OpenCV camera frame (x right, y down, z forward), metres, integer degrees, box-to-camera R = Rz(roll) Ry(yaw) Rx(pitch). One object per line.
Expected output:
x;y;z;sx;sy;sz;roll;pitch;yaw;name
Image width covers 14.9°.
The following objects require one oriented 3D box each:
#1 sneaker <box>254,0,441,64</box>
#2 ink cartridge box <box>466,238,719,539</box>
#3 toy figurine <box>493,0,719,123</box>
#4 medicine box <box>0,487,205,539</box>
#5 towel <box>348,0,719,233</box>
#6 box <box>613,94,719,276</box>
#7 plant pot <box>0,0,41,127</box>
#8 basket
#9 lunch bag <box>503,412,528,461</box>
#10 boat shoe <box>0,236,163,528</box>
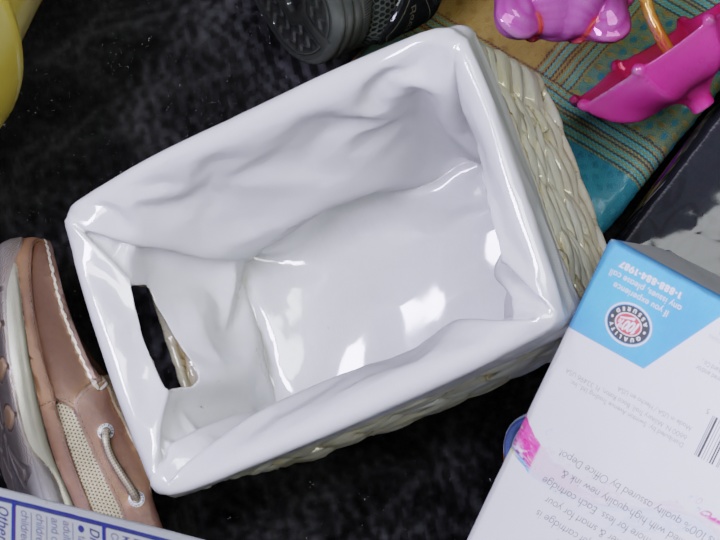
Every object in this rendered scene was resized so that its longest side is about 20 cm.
-0.019;-0.189;1.272;0.114;0.076;0.200;-16;63;-35;sneaker
0.113;0.103;1.081;0.115;0.068;0.201;29;100;25;ink cartridge box
0.102;-0.156;1.208;0.199;0.150;0.185;5;69;-21;toy figurine
-0.101;0.197;1.045;0.199;0.103;0.183;20;57;-40;medicine box
0.087;-0.095;1.273;0.146;0.022;0.200;35;72;18;towel
0.198;-0.024;1.252;0.122;0.106;0.200;37;74;1;box
-0.209;-0.152;1.172;0.200;0.201;0.189;34;58;-1;plant pot
0.000;0.000;1.159;0.199;0.123;0.136;-24;78;22;basket
0.156;0.131;1.170;0.075;0.160;0.201;-32;105;-54;lunch bag
-0.116;0.082;1.191;0.071;0.076;0.201;-12;89;-17;boat shoe
